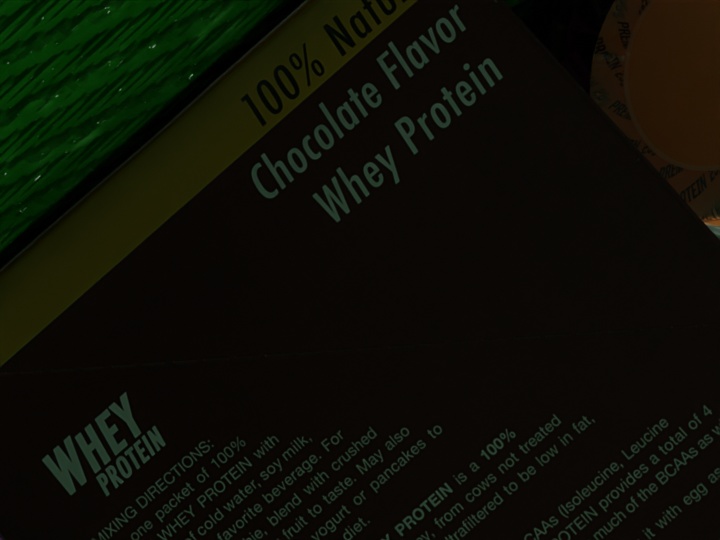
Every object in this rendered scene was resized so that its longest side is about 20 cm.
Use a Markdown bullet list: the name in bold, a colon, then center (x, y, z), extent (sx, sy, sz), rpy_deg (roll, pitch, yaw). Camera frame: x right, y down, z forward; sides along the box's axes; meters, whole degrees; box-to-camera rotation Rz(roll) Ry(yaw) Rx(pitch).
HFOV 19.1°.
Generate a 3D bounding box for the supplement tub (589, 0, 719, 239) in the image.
- **supplement tub**: center (0.177, -0.059, 0.778), extent (0.200, 0.123, 0.123), rpy_deg (4, 138, -49)

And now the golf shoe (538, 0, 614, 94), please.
- **golf shoe**: center (0.139, -0.107, 0.887), extent (0.200, 0.073, 0.092), rpy_deg (-27, 170, -26)

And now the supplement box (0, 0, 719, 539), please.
- **supplement box**: center (0.012, 0.047, 0.618), extent (0.197, 0.200, 0.133), rpy_deg (-41, 171, -1)

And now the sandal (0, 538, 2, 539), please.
- **sandal**: center (-0.134, 0.117, 0.751), extent (0.203, 0.050, 0.082), rpy_deg (-45, 144, 5)
